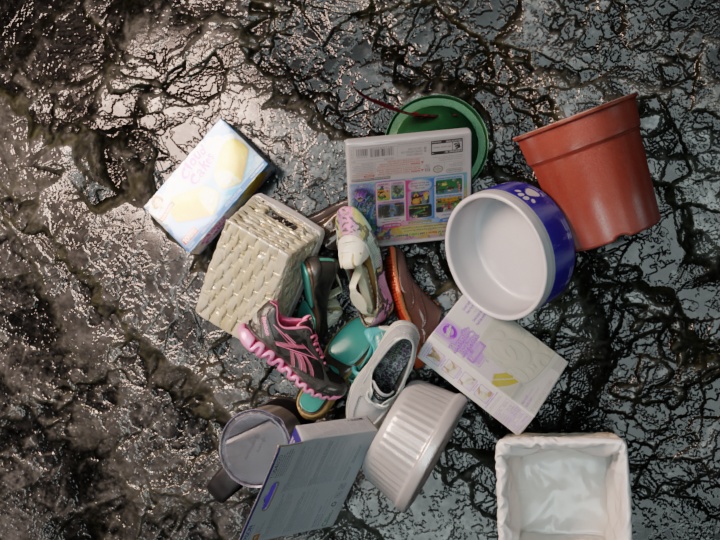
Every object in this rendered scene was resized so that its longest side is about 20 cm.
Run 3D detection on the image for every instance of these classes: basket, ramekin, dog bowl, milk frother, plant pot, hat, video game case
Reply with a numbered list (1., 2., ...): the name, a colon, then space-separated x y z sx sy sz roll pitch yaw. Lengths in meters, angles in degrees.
1. basket: -0.163 0.004 1.665 0.134 0.123 0.202 29 119 9
2. basket: 0.308 0.346 1.596 0.195 0.161 0.203 -2 89 9
3. ramekin: 0.081 0.262 1.617 0.094 0.202 0.204 30 93 11
4. dog bowl: 0.228 -0.031 1.604 0.199 0.078 0.203 23 124 40
5. milk frother: -0.121 0.316 1.653 0.198 0.188 0.182 27 94 9
6. plant pot: 0.356 -0.144 1.594 0.198 0.201 0.198 -19 94 8
7. hat: 0.099 -0.208 1.634 0.197 0.176 0.168 -3 88 9
8. video game case: 0.077 -0.128 1.648 0.197 0.024 0.184 -6 119 -6

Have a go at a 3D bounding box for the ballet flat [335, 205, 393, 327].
1. ballet flat: 0.000 0.000 1.643 0.068 0.071 0.202 -2 117 32

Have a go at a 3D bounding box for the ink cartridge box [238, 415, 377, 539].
1. ink cartridge box: -0.088 0.313 1.555 0.041 0.198 0.201 42 119 36

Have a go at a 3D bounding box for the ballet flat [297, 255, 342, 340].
1. ballet flat: -0.061 0.052 1.671 0.068 0.201 0.068 -14 54 -17

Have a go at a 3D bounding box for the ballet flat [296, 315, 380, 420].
1. ballet flat: -0.037 0.158 1.704 0.068 0.063 0.201 34 74 19

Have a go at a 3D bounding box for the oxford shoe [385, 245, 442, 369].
1. oxford shoe: 0.089 0.054 1.694 0.072 0.071 0.203 -16 93 -9

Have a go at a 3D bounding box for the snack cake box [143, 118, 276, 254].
1. snack cake box: -0.251 -0.139 1.746 0.115 0.067 0.200 43 95 7

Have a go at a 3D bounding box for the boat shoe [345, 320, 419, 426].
1. boat shoe: 0.030 0.172 1.595 0.069 0.072 0.203 25 107 -4

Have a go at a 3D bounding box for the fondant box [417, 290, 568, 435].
1. fondant box: 0.207 0.139 1.627 0.199 0.144 0.059 37 135 8

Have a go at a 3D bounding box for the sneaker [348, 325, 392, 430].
1. sneaker: 0.018 0.181 1.672 0.079 0.078 0.203 10 105 -12

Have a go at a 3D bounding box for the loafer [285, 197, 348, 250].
1. loafer: -0.043 -0.071 1.715 0.198 0.073 0.072 -22 95 13

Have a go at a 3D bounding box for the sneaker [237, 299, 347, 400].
1. sneaker: -0.089 0.120 1.606 0.199 0.079 0.096 37 98 -16
